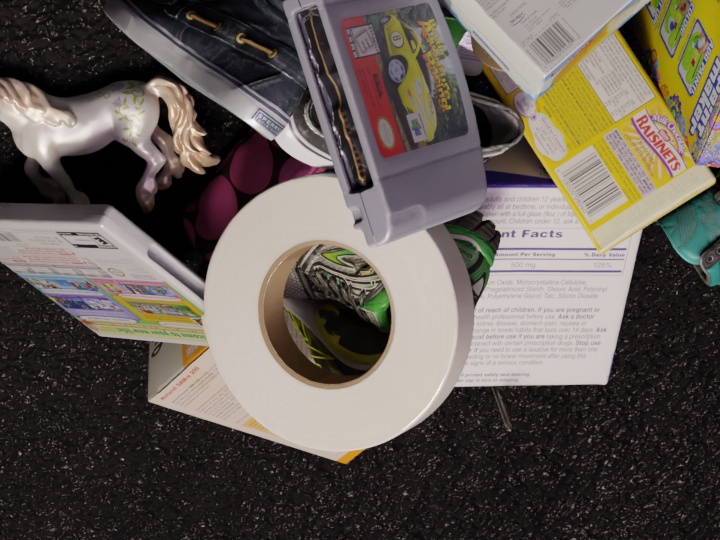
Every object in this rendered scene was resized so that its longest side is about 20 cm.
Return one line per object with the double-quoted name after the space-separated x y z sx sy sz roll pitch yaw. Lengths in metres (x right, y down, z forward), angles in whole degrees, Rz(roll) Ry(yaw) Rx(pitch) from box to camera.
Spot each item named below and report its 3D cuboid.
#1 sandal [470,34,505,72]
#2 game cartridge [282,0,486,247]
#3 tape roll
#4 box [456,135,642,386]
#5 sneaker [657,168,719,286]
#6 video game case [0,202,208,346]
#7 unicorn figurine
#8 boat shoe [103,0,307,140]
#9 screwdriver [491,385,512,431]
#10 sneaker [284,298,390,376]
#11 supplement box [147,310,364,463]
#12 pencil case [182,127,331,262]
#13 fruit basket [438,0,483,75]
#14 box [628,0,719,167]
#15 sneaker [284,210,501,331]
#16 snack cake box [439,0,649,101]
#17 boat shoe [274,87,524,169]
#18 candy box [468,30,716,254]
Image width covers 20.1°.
0.157 -0.224 1.470 0.078 0.070 0.212 37 87 0 "sandal"
0.019 -0.125 1.357 0.041 0.133 0.200 -16 94 35 "game cartridge"
-0.018 0.029 1.449 0.203 0.203 0.037 -42 171 23 "tape roll"
0.114 -0.014 1.609 0.184 0.105 0.200 0 126 -11 "box"
0.303 -0.060 1.663 0.121 0.084 0.200 -17 135 -11 "sneaker"
-0.196 0.003 1.555 0.200 0.022 0.182 3 150 45 "video game case"
-0.216 -0.098 1.519 0.200 0.074 0.137 -23 126 -12 "unicorn figurine"
-0.095 -0.169 1.418 0.091 0.200 0.071 -53 140 0 "boat shoe"
0.109 0.088 1.669 0.028 0.200 0.029 -31 117 7 "screwdriver"
-0.022 0.048 1.577 0.074 0.200 0.085 -14 118 -13 "sneaker"
-0.061 0.080 1.686 0.200 0.074 0.126 21 139 -29 "supplement box"
-0.055 -0.080 1.548 0.091 0.094 0.200 16 127 -36 "pencil case"
0.021 -0.240 1.445 0.185 0.094 0.200 4 114 -17 "fruit basket"
0.327 -0.174 1.487 0.200 0.193 0.122 4 130 -16 "box"
0.000 0.000 1.492 0.200 0.085 0.078 -3 143 28 "sneaker"
0.156 -0.228 1.392 0.200 0.115 0.067 -41 173 -8 "snack cake box"
0.030 -0.105 1.443 0.199 0.074 0.068 9 169 -36 "boat shoe"
0.167 -0.122 1.508 0.102 0.200 0.026 -32 172 2 "candy box"
